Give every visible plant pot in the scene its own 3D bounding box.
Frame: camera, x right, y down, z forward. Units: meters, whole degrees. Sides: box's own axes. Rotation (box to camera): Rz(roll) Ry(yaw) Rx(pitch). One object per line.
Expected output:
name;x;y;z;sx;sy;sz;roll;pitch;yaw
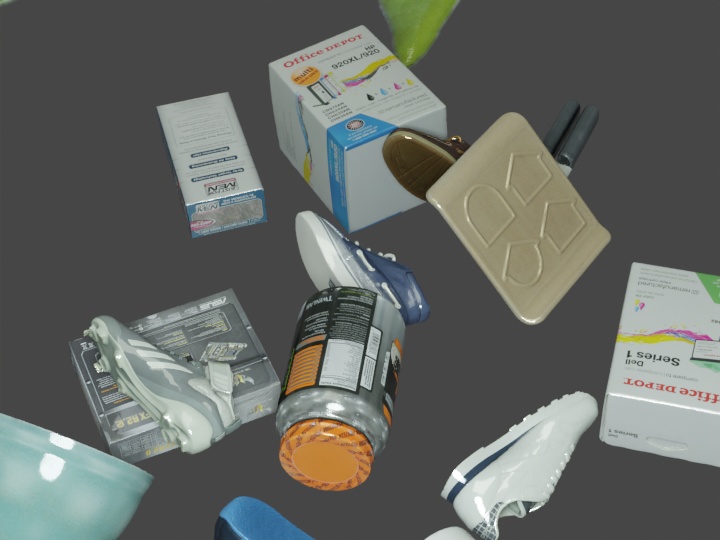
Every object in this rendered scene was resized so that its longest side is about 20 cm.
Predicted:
plant pot;-0.320;0.229;1.435;0.200;0.200;0.135;17;75;18

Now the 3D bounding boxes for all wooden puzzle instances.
wooden puzzle;0.182;-0.060;1.725;0.200;0.046;0.185;50;56;-8

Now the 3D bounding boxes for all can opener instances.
can opener;0.250;-0.159;1.852;0.053;0.067;0.200;18;49;19

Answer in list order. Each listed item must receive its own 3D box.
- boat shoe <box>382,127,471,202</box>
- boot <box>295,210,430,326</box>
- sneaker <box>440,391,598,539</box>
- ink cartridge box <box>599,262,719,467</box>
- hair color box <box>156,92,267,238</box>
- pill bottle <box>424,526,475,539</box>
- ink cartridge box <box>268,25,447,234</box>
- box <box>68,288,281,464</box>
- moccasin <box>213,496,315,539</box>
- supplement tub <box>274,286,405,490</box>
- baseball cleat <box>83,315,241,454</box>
boat shoe;0.107;-0.123;1.764;0.200;0.072;0.072;27;41;-27
boot;0.000;0.000;1.718;0.090;0.073;0.200;-15;53;-23
sneaker;0.178;0.201;1.511;0.200;0.077;0.081;-34;64;-21
ink cartridge box;0.346;0.098;1.583;0.144;0.084;0.200;10;47;12
hair color box;-0.190;-0.136;1.858;0.100;0.061;0.200;-13;46;-9
pill bottle;0.125;0.336;1.341;0.114;0.114;0.200;-29;51;-23
ink cartridge box;-0.003;-0.179;1.831;0.147;0.145;0.200;-24;48;-18
box;-0.204;0.116;1.620;0.199;0.048;0.159;-19;49;-15
moccasin;-0.057;0.298;1.414;0.200;0.068;0.080;45;45;10
supplement tub;-0.022;0.125;1.550;0.122;0.123;0.200;5;47;8
baseball cleat;-0.202;0.111;1.555;0.106;0.070;0.200;-27;61;-30
